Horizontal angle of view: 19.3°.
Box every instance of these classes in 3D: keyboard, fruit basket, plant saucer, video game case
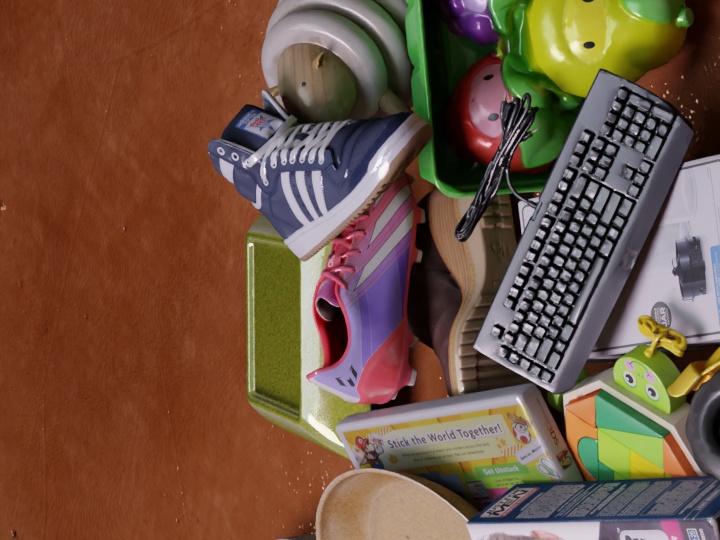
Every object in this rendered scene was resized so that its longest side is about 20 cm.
[{"bbox_3d":[0.119,-0.034,1.342,0.127,0.021,0.200,31,107,24],"label":"keyboard"},{"bbox_3d":[0.116,-0.152,1.401,0.216,0.155,0.216,175,90,-72],"label":"fruit basket"},{"bbox_3d":[-0.047,0.042,1.665,0.200,0.048,0.200,-168,78,-69],"label":"plant saucer"},{"bbox_3d":[0.087,0.171,1.456,0.200,0.023,0.182,-14,106,51],"label":"video game case"},{"bbox_3d":[0.054,0.217,1.478,0.200,0.035,0.201,27,134,32],"label":"plant saucer"}]

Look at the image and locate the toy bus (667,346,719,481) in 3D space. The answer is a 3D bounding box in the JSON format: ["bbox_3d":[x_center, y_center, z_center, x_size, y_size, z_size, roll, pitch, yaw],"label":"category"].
[{"bbox_3d":[0.304,0.074,1.179,0.192,0.136,0.200,-54,52,21],"label":"toy bus"}]

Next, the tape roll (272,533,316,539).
[{"bbox_3d":[-0.027,0.309,1.688,0.200,0.066,0.201,8,100,53],"label":"tape roll"}]

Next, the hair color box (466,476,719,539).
[{"bbox_3d":[0.169,0.185,1.311,0.200,0.060,0.100,-9,107,47],"label":"hair color box"}]

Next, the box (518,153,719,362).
[{"bbox_3d":[0.192,-0.004,1.365,0.200,0.060,0.117,-10,84,54],"label":"box"}]

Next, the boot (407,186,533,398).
[{"bbox_3d":[0.062,0.038,1.538,0.166,0.072,0.201,150,124,-60],"label":"boot"}]

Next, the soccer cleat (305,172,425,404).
[{"bbox_3d":[0.000,0.000,1.505,0.067,0.076,0.201,-40,43,53],"label":"soccer cleat"}]

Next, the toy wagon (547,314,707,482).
[{"bbox_3d":[0.181,0.117,1.349,0.155,0.040,0.200,32,143,38],"label":"toy wagon"}]

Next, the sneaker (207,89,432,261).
[{"bbox_3d":[-0.033,-0.081,1.419,0.109,0.070,0.200,46,151,-3],"label":"sneaker"}]

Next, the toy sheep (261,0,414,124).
[{"bbox_3d":[-0.001,-0.165,1.537,0.138,0.200,0.138,13,130,16],"label":"toy sheep"}]
